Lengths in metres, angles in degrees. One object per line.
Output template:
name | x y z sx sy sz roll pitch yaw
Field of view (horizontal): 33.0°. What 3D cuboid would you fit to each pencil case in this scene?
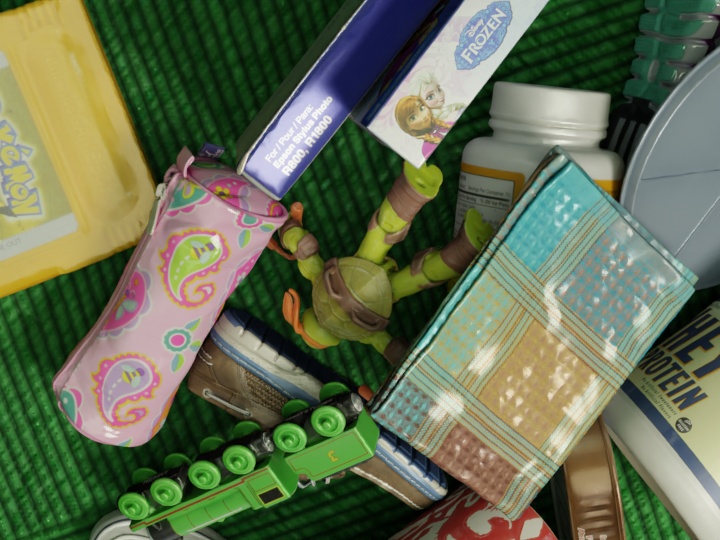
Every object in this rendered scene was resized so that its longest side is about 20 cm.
pencil case | -0.129 0.018 0.803 0.087 0.087 0.200 29 106 -9

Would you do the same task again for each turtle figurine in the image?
turtle figurine | 0.000 0.000 0.791 0.200 0.064 0.161 51 122 10

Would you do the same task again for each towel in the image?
towel | 0.111 0.044 0.755 0.147 0.022 0.200 38 87 -26

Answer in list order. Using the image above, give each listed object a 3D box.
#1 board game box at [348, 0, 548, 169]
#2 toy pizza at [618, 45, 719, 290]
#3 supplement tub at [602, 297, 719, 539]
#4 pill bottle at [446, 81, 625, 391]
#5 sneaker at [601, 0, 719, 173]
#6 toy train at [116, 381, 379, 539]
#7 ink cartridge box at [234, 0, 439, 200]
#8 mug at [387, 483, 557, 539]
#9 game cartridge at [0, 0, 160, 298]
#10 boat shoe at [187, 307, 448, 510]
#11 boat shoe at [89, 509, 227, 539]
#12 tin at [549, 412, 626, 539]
board game box | 0.069 -0.160 0.744 0.041 0.200 0.200 37 94 -10
toy pizza | 0.247 -0.076 0.815 0.200 0.032 0.201 -18 130 -23
supplement tub | 0.279 0.086 0.833 0.200 0.145 0.145 -38 101 2
pill bottle | 0.117 -0.023 0.817 0.109 0.109 0.201 5 100 -6
sneaker | 0.238 -0.146 0.838 0.087 0.074 0.201 13 105 -26
toy train | -0.076 0.134 0.812 0.200 0.042 0.056 -26 110 22
ink cartridge box | -0.004 -0.134 0.741 0.041 0.200 0.200 38 95 -10
mug | 0.052 0.257 0.814 0.200 0.134 0.178 -36 76 -26
game cartridge | -0.250 -0.072 0.814 0.199 0.032 0.177 -21 101 -1
boat shoe | -0.031 0.111 0.852 0.200 0.072 0.072 37 100 0
boat shoe | -0.102 0.234 0.863 0.200 0.065 0.074 27 97 -9
tin | 0.159 0.179 0.853 0.042 0.112 0.201 -9 105 6
